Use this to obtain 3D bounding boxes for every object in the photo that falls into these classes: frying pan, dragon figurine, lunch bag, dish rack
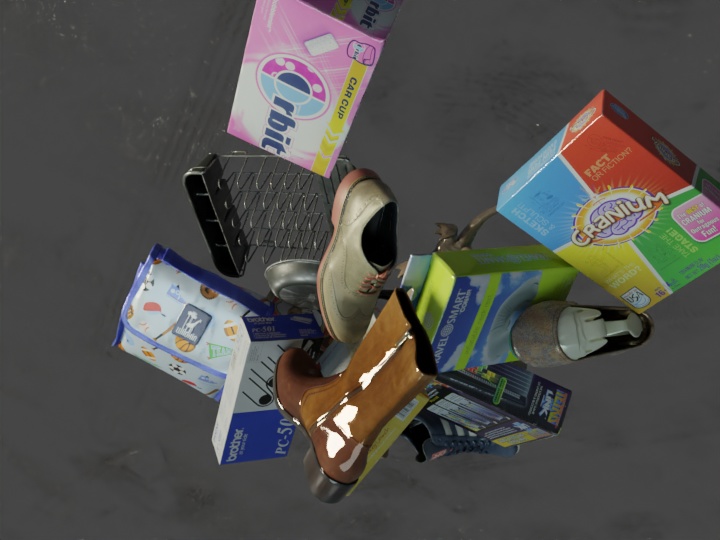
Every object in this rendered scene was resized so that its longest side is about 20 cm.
[{"bbox_3d":[-0.028,0.030,0.959,0.188,0.032,0.114,24,151,-33],"label":"frying pan"},{"bbox_3d":[0.091,-0.002,0.873,0.059,0.200,0.100,42,175,17],"label":"dragon figurine"},{"bbox_3d":[-0.208,0.061,1.007,0.168,0.126,0.200,29,145,-10],"label":"lunch bag"},{"bbox_3d":[-0.085,-0.063,0.903,0.195,0.055,0.155,3,135,17],"label":"dish rack"}]

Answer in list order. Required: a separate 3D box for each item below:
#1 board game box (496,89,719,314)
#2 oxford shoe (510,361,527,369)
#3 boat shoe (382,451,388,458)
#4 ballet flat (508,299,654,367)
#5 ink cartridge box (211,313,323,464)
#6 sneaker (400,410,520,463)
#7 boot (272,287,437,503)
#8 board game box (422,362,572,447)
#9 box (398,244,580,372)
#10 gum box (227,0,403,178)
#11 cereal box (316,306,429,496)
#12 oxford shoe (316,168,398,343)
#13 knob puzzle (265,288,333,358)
[{"bbox_3d":[0.255,-0.058,0.787,0.198,0.041,0.153,33,136,-13],"label":"board game box"},{"bbox_3d":[0.155,0.084,0.956,0.073,0.059,0.202,-2,135,17],"label":"oxford shoe"},{"bbox_3d":[-0.024,0.200,1.117,0.069,0.071,0.201,-18,130,18],"label":"boat shoe"},{"bbox_3d":[0.237,0.060,0.834,0.197,0.070,0.067,-4,174,-40],"label":"ballet flat"},{"bbox_3d":[-0.114,0.143,0.967,0.092,0.045,0.203,-1,128,-28],"label":"ink cartridge box"},{"bbox_3d":[0.118,0.228,1.093,0.196,0.085,0.076,18,137,2],"label":"sneaker"},{"bbox_3d":[-0.014,0.095,0.805,0.067,0.190,0.202,14,124,-26],"label":"boot"},{"bbox_3d":[0.139,0.147,0.966,0.162,0.058,0.200,23,163,0],"label":"board game box"},{"bbox_3d":[0.124,0.039,0.826,0.196,0.048,0.124,-4,125,-33],"label":"box"},{"bbox_3d":[-0.048,-0.182,0.745,0.112,0.067,0.201,25,145,-4],"label":"gum box"},{"bbox_3d":[-0.003,0.138,0.930,0.039,0.201,0.145,33,103,-23],"label":"cereal box"},{"bbox_3d":[0.000,0.000,0.859,0.069,0.075,0.204,-11,122,-27],"label":"oxford shoe"},{"bbox_3d":[-0.061,0.105,1.079,0.214,0.031,0.223,11,136,10],"label":"knob puzzle"}]
